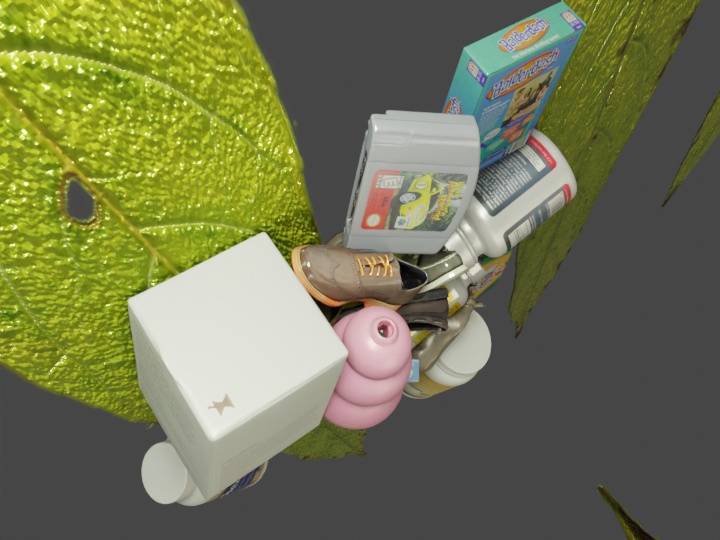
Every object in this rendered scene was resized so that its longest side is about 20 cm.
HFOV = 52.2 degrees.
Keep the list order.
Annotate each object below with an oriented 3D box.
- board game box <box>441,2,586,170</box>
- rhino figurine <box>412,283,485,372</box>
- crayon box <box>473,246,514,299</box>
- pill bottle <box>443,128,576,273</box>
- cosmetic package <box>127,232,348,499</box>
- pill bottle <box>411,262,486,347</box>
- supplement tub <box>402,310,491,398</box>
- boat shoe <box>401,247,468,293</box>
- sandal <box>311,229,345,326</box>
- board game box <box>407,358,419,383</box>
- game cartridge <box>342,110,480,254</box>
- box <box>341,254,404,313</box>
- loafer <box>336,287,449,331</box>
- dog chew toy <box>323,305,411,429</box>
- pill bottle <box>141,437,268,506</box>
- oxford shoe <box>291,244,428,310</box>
[{"bbox_3d":[0.160,-0.195,0.850,0.150,0.045,0.201,-30,159,-24],"label":"board game box"},{"bbox_3d":[0.133,0.084,1.199,0.200,0.087,0.060,-48,125,0],"label":"rhino figurine"},{"bbox_3d":[0.206,-0.005,1.335,0.117,0.059,0.201,-34,160,-15],"label":"crayon box"},{"bbox_3d":[0.188,-0.091,1.020,0.198,0.120,0.120,-38,161,-2],"label":"pill bottle"},{"bbox_3d":[-0.136,0.107,0.793,0.164,0.169,0.201,-28,159,-27],"label":"cosmetic package"},{"bbox_3d":[0.094,0.036,1.140,0.199,0.113,0.112,-40,161,5],"label":"pill bottle"},{"bbox_3d":[0.141,0.151,1.370,0.143,0.147,0.200,-27,174,-29],"label":"supplement tub"},{"bbox_3d":[0.081,-0.007,0.989,0.071,0.062,0.201,-22,-178,-17],"label":"boat shoe"},{"bbox_3d":[-0.048,0.042,0.911,0.081,0.055,0.201,32,104,-26],"label":"sandal"},{"bbox_3d":[-0.019,0.157,1.115,0.147,0.038,0.199,5,165,-21],"label":"board game box"},{"bbox_3d":[0.057,-0.087,0.809,0.129,0.042,0.202,-3,144,-13],"label":"game cartridge"},{"bbox_3d":[0.000,0.000,0.982,0.074,0.050,0.201,-10,145,-51],"label":"box"},{"bbox_3d":[0.051,0.069,1.006,0.197,0.065,0.071,-12,177,-38],"label":"loafer"},{"bbox_3d":[0.005,0.107,0.853,0.123,0.126,0.201,-29,164,-24],"label":"dog chew toy"},{"bbox_3d":[-0.231,0.287,1.104,0.111,0.112,0.199,-43,160,15],"label":"pill bottle"},{"bbox_3d":[0.002,-0.002,0.833,0.072,0.073,0.198,-28,157,32],"label":"oxford shoe"}]
